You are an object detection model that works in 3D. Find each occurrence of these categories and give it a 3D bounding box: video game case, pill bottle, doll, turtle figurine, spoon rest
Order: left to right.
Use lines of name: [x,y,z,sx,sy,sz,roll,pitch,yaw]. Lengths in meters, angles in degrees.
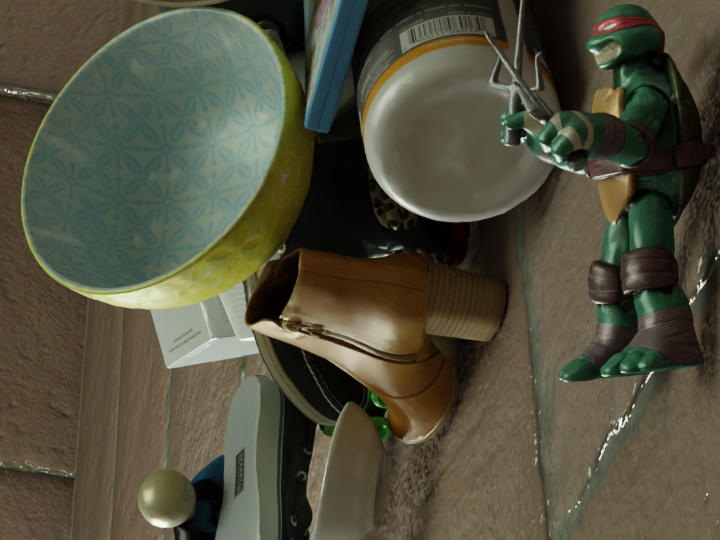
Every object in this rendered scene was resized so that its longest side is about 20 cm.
doll: [-0.087,0.190,1.762,0.048,0.200,0.137,-20,52,32]
spoon rest: [-0.018,0.183,1.650,0.099,0.061,0.200,-57,-29,-71]
video game case: [-0.010,-0.189,1.525,0.200,0.018,0.143,-93,18,-61]
pill bottle: [0.052,-0.126,1.499,0.200,0.116,0.116,-97,20,-56]
turtle figurine: [0.116,-0.050,1.175,0.150,0.101,0.200,56,-154,-85]

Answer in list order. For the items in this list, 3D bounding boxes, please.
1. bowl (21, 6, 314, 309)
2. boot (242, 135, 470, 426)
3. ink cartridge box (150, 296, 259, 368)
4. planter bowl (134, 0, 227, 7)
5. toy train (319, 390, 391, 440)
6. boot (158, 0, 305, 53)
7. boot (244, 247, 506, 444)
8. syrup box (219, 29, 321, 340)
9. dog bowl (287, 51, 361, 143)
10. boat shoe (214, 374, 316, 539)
bowl: [-0.101,-0.054,1.567,0.200,0.108,0.200,-16,57,27]
boot: [0.000,0.000,1.638,0.073,0.151,0.200,-32,-74,-56]
ink cartridge box: [-0.094,-0.040,1.889,0.085,0.144,0.200,-30,72,54]
planter bowl: [-0.101,-0.267,1.595,0.135,0.200,0.200,-32,-47,-80]
toy train: [0.013,0.034,1.716,0.042,0.056,0.200,-99,21,-57]
boot: [-0.048,-0.205,1.709,0.165,0.200,0.066,61,-142,-48]
boot: [-0.004,0.042,1.570,0.201,0.144,0.071,118,159,-58]
syrup box: [-0.072,-0.058,1.737,0.079,0.081,0.200,-51,-53,-53]
dog bowl: [-0.033,-0.163,1.815,0.059,0.200,0.200,25,-111,-60]
boat shoe: [-0.060,0.163,1.698,0.069,0.057,0.200,-40,38,47]
